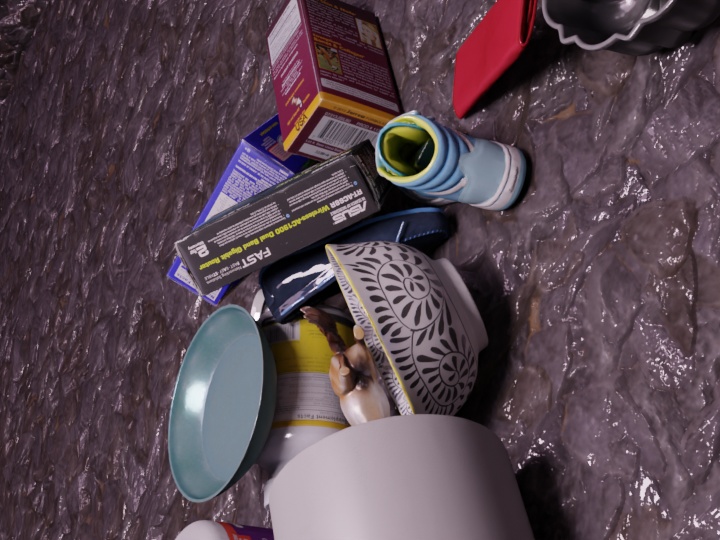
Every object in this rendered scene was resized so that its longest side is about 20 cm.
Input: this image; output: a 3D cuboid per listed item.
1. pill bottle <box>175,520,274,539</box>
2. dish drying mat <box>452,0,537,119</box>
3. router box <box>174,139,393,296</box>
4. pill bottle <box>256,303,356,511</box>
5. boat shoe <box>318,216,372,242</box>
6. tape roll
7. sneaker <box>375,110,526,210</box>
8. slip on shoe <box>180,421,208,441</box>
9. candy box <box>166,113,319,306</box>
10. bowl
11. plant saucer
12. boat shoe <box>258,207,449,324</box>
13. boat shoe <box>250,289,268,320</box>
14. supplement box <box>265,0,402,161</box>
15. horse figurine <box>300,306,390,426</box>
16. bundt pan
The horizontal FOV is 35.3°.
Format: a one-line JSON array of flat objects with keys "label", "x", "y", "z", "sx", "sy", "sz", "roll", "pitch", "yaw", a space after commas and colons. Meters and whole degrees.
[{"label": "pill bottle", "x": -0.072, "y": 0.293, "z": 1.027, "sx": 0.112, "sy": 0.200, "sz": 0.113, "roll": -31, "pitch": 52, "yaw": 50}, {"label": "dish drying mat", "x": 0.122, "y": -0.205, "z": 1.041, "sx": 0.200, "sy": 0.018, "sz": 0.077, "roll": 140, "pitch": 139, "yaw": -74}, {"label": "router box", "x": -0.072, "y": -0.056, "z": 1.129, "sx": 0.200, "sy": 0.062, "sz": 0.150, "roll": -26, "pitch": 9, "yaw": 11}, {"label": "pill bottle", "x": -0.056, "y": 0.143, "z": 1.155, "sx": 0.112, "sy": 0.112, "sz": 0.201, "roll": -32, "pitch": 51, "yaw": 49}, {"label": "boat shoe", "x": -0.050, "y": -0.052, "z": 1.259, "sx": 0.200, "sy": 0.065, "sz": 0.072, "roll": -43, "pitch": 73, "yaw": 47}, {"label": "tape roll", "x": 0.036, "y": 0.225, "z": 0.880, "sx": 0.203, "sy": 0.202, "sz": 0.139, "roll": -50, "pitch": 38, "yaw": 36}, {"label": "sneaker", "x": 0.052, "y": -0.110, "z": 1.070, "sx": 0.200, "sy": 0.130, "sz": 0.080, "roll": 10, "pitch": 86, "yaw": 61}, {"label": "slip on shoe", "x": -0.154, "y": 0.163, "z": 1.305, "sx": 0.200, "sy": 0.076, "sz": 0.061, "roll": -74, "pitch": -31, "yaw": -71}, {"label": "candy box", "x": -0.125, "y": -0.077, "z": 1.325, "sx": 0.200, "sy": 0.077, "sz": 0.169, "roll": -56, "pitch": -1, "yaw": 27}, {"label": "bowl", "x": 0.053, "y": 0.048, "z": 1.002, "sx": 0.094, "sy": 0.201, "sz": 0.201, "roll": -25, "pitch": 39, "yaw": -4}, {"label": "plant saucer", "x": -0.135, "y": 0.135, "z": 1.141, "sx": 0.200, "sy": 0.036, "sz": 0.200, "roll": -31, "pitch": 51, "yaw": 48}, {"label": "boat shoe", "x": 0.000, "y": 0.000, "z": 1.121, "sx": 0.200, "sy": 0.084, "sz": 0.069, "roll": -23, "pitch": 69, "yaw": 18}, {"label": "boat shoe", "x": -0.093, "y": 0.122, "z": 1.269, "sx": 0.060, "sy": 0.076, "sz": 0.201, "roll": 5, "pitch": 98, "yaw": 20}, {"label": "supplement box", "x": -0.032, "y": -0.217, "z": 1.276, "sx": 0.086, "sy": 0.110, "sz": 0.200, "roll": -49, "pitch": 38, "yaw": 38}, {"label": "horse figurine", "x": 0.002, "y": 0.124, "z": 1.050, "sx": 0.133, "sy": 0.050, "sz": 0.200, "roll": 110, "pitch": 139, "yaw": -79}, {"label": "bundt pan", "x": 0.234, "y": -0.258, "z": 0.888, "sx": 0.202, "sy": 0.076, "sz": 0.202, "roll": -33, "pitch": 50, "yaw": 49}]
